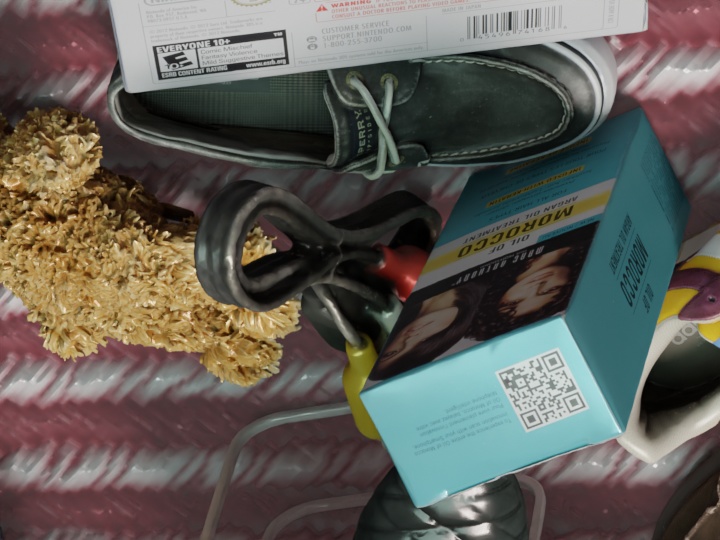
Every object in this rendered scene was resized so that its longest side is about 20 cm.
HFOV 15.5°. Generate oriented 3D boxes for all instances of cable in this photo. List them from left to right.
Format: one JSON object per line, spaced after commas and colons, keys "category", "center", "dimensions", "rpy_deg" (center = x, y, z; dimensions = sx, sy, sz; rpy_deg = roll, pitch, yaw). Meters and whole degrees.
{"category": "cable", "center": [0.000, 0.000, 1.008], "dimensions": [0.050, 0.097, 0.200], "rpy_deg": [20, 168, 21]}

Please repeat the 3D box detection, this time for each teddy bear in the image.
{"category": "teddy bear", "center": [-0.116, -0.009, 1.064], "dimensions": [0.200, 0.067, 0.145], "rpy_deg": [32, 157, -15]}

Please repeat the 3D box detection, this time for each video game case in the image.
{"category": "video game case", "center": [0.004, -0.142, 0.919], "dimensions": [0.199, 0.046, 0.181], "rpy_deg": [-7, 149, -2]}

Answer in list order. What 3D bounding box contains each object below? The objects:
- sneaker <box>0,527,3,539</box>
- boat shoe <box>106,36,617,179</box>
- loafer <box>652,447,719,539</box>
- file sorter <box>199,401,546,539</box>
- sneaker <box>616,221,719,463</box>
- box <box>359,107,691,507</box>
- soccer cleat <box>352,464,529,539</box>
{"category": "sneaker", "center": [-0.212, 0.071, 1.124], "dimensions": [0.077, 0.085, 0.201], "rpy_deg": [11, 125, 37]}
{"category": "boat shoe", "center": [-0.002, -0.063, 1.021], "dimensions": [0.199, 0.071, 0.072], "rpy_deg": [0, 121, 11]}
{"category": "loafer", "center": [0.169, 0.106, 1.087], "dimensions": [0.073, 0.071, 0.200], "rpy_deg": [21, 125, -2]}
{"category": "file sorter", "center": [0.024, 0.167, 1.123], "dimensions": [0.138, 0.125, 0.201], "rpy_deg": [-9, 119, 15]}
{"category": "sneaker", "center": [0.169, -0.003, 1.011], "dimensions": [0.075, 0.090, 0.200], "rpy_deg": [33, 122, -9]}
{"category": "box", "center": [0.065, 0.009, 0.972], "dimensions": [0.082, 0.200, 0.049], "rpy_deg": [-22, 107, 22]}
{"category": "soccer cleat", "center": [0.017, 0.153, 0.994], "dimensions": [0.067, 0.081, 0.201], "rpy_deg": [16, 122, -1]}
